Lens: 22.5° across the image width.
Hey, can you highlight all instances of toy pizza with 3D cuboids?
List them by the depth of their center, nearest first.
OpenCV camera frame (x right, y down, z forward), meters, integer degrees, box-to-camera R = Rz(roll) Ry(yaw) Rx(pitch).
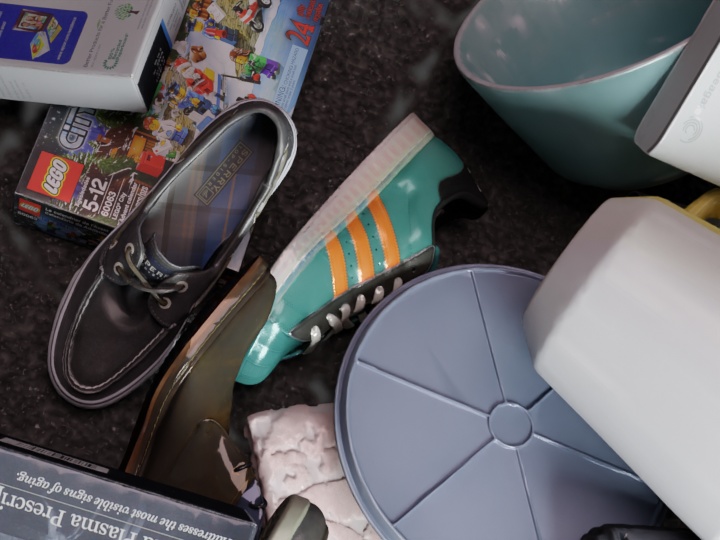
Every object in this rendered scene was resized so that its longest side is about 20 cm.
[{"bbox_3d":[0.079,0.091,1.002,0.198,0.032,0.202,7,63,-13],"label":"toy pizza"}]

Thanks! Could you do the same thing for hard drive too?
[{"bbox_3d":[0.265,-0.093,1.017,0.198,0.133,0.026,19,20,-30],"label":"hard drive"}]

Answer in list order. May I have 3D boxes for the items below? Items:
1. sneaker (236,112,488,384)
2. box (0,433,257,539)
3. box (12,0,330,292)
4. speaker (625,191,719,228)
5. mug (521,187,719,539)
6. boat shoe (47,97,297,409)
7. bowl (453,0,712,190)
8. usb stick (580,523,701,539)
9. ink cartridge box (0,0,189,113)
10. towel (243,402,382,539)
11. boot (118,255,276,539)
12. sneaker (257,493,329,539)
[{"bbox_3d":[0.000,0.000,1.039,0.080,0.071,0.200,40,67,2],"label":"sneaker"},{"bbox_3d":[-0.169,0.177,0.859,0.198,0.104,0.184,17,85,-5],"label":"box"},{"bbox_3d":[-0.109,-0.098,1.076,0.135,0.038,0.202,19,62,-5],"label":"box"},{"bbox_3d":[0.244,0.015,1.089,0.198,0.081,0.082,15,62,-7],"label":"speaker"},{"bbox_3d":[0.175,0.038,0.976,0.153,0.186,0.150,37,105,10],"label":"mug"},{"bbox_3d":[-0.102,-0.010,0.982,0.070,0.066,0.200,41,87,-3],"label":"boat shoe"},{"bbox_3d":[0.166,-0.124,1.093,0.201,0.200,0.106,-45,125,-27],"label":"bowl"},{"bbox_3d":[0.198,0.170,0.989,0.198,0.032,0.056,9,86,-34],"label":"usb stick"},{"bbox_3d":[-0.204,-0.150,1.055,0.198,0.039,0.100,9,61,15],"label":"ink cartridge box"},{"bbox_3d":[0.046,0.158,0.997,0.198,0.032,0.193,-4,66,-17],"label":"towel"},{"bbox_3d":[-0.078,0.097,0.962,0.096,0.075,0.201,33,84,-7],"label":"boot"},{"bbox_3d":[-0.025,0.219,0.899,0.105,0.075,0.202,16,91,-2],"label":"sneaker"}]
